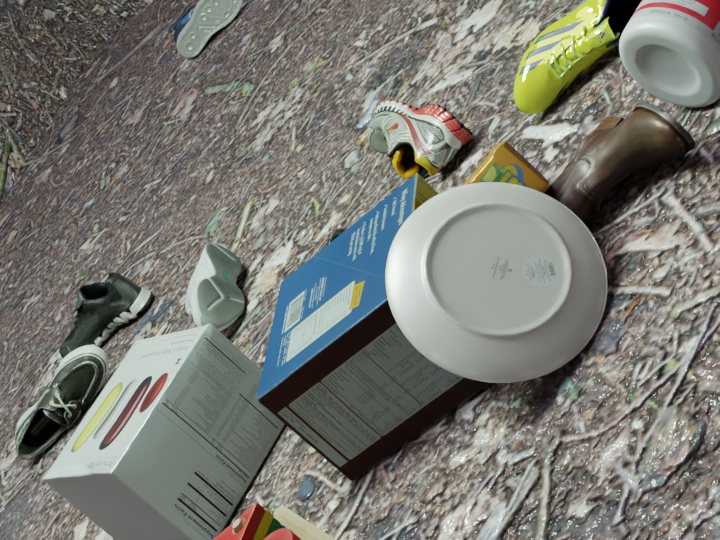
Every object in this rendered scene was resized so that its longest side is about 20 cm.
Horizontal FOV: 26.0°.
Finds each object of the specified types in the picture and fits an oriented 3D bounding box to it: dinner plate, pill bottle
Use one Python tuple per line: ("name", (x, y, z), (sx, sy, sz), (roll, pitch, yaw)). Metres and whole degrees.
("dinner plate", (0.120, 0.003, 1.374), (0.201, 0.198, 0.024), (-58, -13, -25))
("pill bottle", (0.338, -0.265, 1.490), (0.201, 0.112, 0.112), (-57, 23, -21))

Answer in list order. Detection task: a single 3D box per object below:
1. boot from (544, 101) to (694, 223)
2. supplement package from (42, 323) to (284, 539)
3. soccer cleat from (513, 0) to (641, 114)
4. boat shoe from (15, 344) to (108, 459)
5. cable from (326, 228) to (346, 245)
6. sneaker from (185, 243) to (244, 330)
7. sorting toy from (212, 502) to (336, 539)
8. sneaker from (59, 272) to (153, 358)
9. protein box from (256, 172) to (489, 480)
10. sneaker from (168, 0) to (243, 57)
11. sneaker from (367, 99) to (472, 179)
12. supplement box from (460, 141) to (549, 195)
("boot", (0.209, -0.059, 1.454), (0.200, 0.064, 0.186), (-49, 8, -9))
("supplement package", (-0.213, 0.190, 1.735), (0.190, 0.147, 0.201), (-15, 37, 54))
("soccer cleat", (0.245, -0.252, 1.717), (0.200, 0.065, 0.084), (-47, 24, 4))
("boat shoe", (-0.434, 0.197, 2.271), (0.200, 0.070, 0.064), (-50, 19, 18))
("cable", (0.009, -0.022, 1.847), (0.200, 0.050, 0.098), (-32, 41, 64))
("sneaker", (-0.200, 0.041, 2.095), (0.081, 0.070, 0.201), (-57, 15, 21))
("sorting toy", (-0.110, 0.309, 1.440), (0.200, 0.070, 0.200), (-53, 21, -11))
("sneaker", (-0.414, 0.065, 2.417), (0.199, 0.090, 0.067), (-36, 23, 30))
("protein box", (0.023, 0.053, 1.525), (0.199, 0.135, 0.199), (-37, 23, 26))
("sneaker", (-0.324, -0.552, 3.308), (0.200, 0.080, 0.147), (-47, 25, 19))
("sneaker", (0.054, -0.157, 1.906), (0.083, 0.078, 0.200), (-53, 22, -11))
("supplement box", (0.141, -0.083, 1.530), (0.067, 0.069, 0.200), (-48, -3, 8))
